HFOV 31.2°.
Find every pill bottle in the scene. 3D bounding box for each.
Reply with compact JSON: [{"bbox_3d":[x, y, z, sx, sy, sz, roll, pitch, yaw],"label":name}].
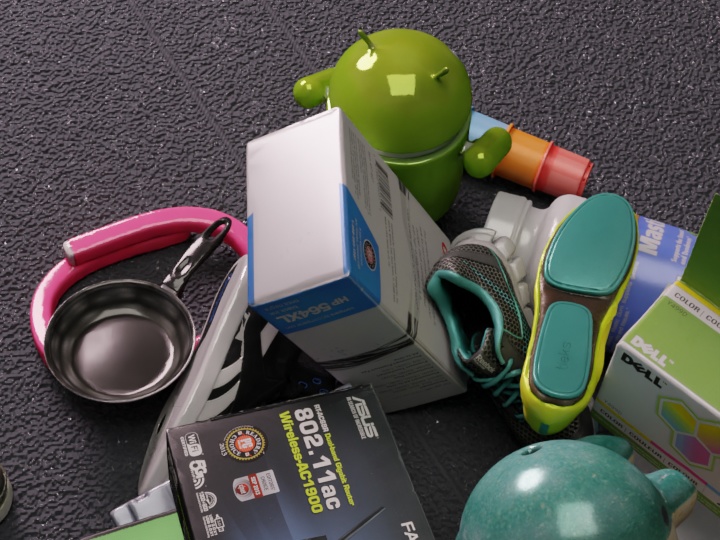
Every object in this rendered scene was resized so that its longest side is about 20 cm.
[{"bbox_3d":[0.192,0.005,1.030,0.198,0.112,0.113,19,57,9],"label":"pill bottle"}]

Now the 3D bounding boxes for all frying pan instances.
[{"bbox_3d":[-0.176,0.027,1.005,0.114,0.031,0.191,10,50,4],"label":"frying pan"}]

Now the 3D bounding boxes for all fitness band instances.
[{"bbox_3d":[-0.168,0.022,1.045,0.199,0.038,0.144,-20,60,-14],"label":"fitness band"}]

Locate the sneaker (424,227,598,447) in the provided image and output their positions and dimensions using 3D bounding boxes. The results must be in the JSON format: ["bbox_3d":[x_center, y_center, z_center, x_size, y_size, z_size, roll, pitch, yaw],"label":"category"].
[{"bbox_3d":[0.105,0.069,0.965,0.091,0.077,0.201,-21,81,-58],"label":"sneaker"}]

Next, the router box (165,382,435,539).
[{"bbox_3d":[-0.033,0.180,0.836,0.149,0.062,0.201,-11,50,-15],"label":"router box"}]

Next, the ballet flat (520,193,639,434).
[{"bbox_3d":[0.154,0.033,0.934,0.066,0.067,0.201,14,53,12],"label":"ballet flat"}]

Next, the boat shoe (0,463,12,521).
[{"bbox_3d":[-0.357,0.152,0.933,0.200,0.060,0.073,1,56,-3],"label":"boat shoe"}]

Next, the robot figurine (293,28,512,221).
[{"bbox_3d":[0.030,-0.110,1.044,0.174,0.201,0.116,24,59,13],"label":"robot figurine"}]

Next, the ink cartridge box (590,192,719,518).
[{"bbox_3d":[0.244,0.067,0.840,0.148,0.201,0.076,38,62,21],"label":"ink cartridge box"}]

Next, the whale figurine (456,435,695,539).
[{"bbox_3d":[0.128,0.144,0.814,0.158,0.104,0.200,-19,12,19],"label":"whale figurine"}]

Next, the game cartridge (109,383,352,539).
[{"bbox_3d":[-0.061,0.183,0.922,0.199,0.041,0.134,-26,77,-18],"label":"game cartridge"}]

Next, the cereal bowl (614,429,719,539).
[{"bbox_3d":[0.273,0.168,0.943,0.198,0.084,0.201,2,56,-3],"label":"cereal bowl"}]

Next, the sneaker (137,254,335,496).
[{"bbox_3d":[-0.081,0.099,0.979,0.111,0.073,0.201,28,76,-16],"label":"sneaker"}]

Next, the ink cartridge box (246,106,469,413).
[{"bbox_3d":[0.000,0.000,0.966,0.084,0.200,0.147,-18,54,20],"label":"ink cartridge box"}]

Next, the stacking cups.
[{"bbox_3d":[0.108,-0.117,1.140,0.198,0.061,0.061,20,57,8],"label":"stacking cups"}]

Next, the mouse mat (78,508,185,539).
[{"bbox_3d":[-0.081,0.216,0.848,0.198,0.008,0.162,-14,50,-16],"label":"mouse mat"}]
